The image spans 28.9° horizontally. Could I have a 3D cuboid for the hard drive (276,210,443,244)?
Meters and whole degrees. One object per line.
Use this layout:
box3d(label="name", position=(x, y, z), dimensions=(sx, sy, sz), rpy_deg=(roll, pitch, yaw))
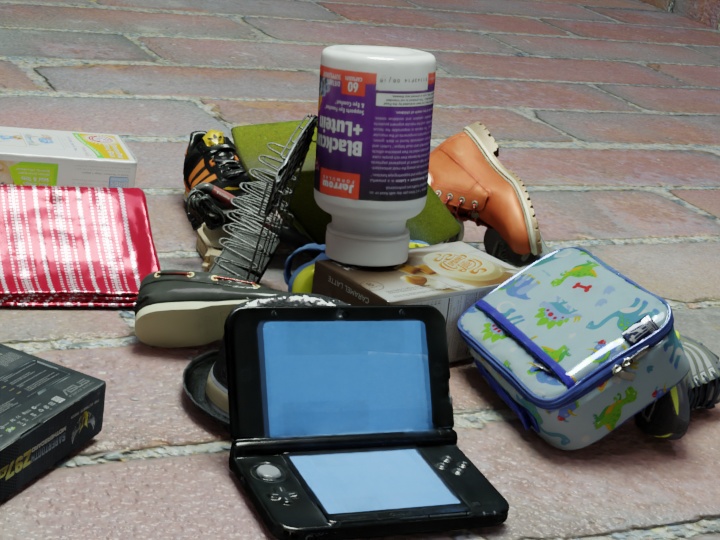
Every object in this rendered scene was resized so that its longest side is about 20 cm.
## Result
box3d(label="hard drive", position=(-0.013, -0.084, 1.564), dimensions=(0.199, 0.132, 0.027), rpy_deg=(7, 58, 26))

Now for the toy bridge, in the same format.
box3d(label="toy bridge", position=(-0.147, -0.037, 1.548), dimensions=(0.067, 0.027, 0.200), rpy_deg=(10, 20, 6))

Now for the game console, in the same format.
box3d(label="game console", position=(0.005, 0.114, 1.093), dimensions=(0.199, 0.117, 0.176), rpy_deg=(0, 23, -25))

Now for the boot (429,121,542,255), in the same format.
box3d(label="boot", position=(0.129, -0.074, 1.560), dimensions=(0.107, 0.075, 0.200), rpy_deg=(-24, 47, -7))

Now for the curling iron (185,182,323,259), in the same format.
box3d(label="curling iron", position=(-0.104, -0.043, 1.499), dimensions=(0.199, 0.050, 0.026), rpy_deg=(22, 24, -31))

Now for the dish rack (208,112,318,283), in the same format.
box3d(label="dish rack", position=(-0.097, -0.058, 1.360), dimensions=(0.054, 0.201, 0.154), rpy_deg=(22, 36, 1))

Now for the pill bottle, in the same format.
box3d(label="pill bottle", position=(0.012, -0.111, 1.342), dimensions=(0.111, 0.201, 0.111), rpy_deg=(3, 14, -1))

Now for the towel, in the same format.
box3d(label="towel", position=(-0.297, -0.027, 1.361), dimensions=(0.199, 0.023, 0.145), rpy_deg=(1, 54, -23))

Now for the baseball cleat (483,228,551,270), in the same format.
box3d(label="baseball cleat", position=(0.170, -0.008, 1.561), dimensions=(0.106, 0.070, 0.200), rpy_deg=(0, 22, -27))

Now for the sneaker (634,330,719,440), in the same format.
box3d(label="sneaker", position=(0.310, 0.105, 1.330), dimensions=(0.081, 0.074, 0.200), rpy_deg=(17, 23, 7))

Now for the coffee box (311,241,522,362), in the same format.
box3d(label="coffee box", position=(0.060, 0.034, 1.380), dimensions=(0.199, 0.080, 0.114), rpy_deg=(-8, 24, -39))

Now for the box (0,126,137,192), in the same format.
box3d(label="box", position=(-0.342, -0.083, 1.452), dimensions=(0.199, 0.113, 0.101), rpy_deg=(2, 21, -22))

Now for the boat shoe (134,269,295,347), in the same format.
box3d(label="boat shoe", position=(-0.108, 0.034, 1.294), dimensions=(0.200, 0.074, 0.063), rpy_deg=(3, 46, -6))

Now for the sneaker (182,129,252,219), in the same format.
box3d(label="sneaker", position=(-0.163, -0.113, 1.591), dimensions=(0.070, 0.091, 0.200), rpy_deg=(-10, 14, -20))

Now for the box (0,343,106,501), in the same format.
box3d(label="box", position=(-0.309, 0.114, 1.040), dimensions=(0.157, 0.051, 0.200), rpy_deg=(17, 22, 18))

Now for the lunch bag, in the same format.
box3d(label="lunch bag", position=(0.190, 0.068, 1.280), dimensions=(0.160, 0.083, 0.200), rpy_deg=(-32, 31, -6))

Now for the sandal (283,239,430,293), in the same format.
box3d(label="sandal", position=(0.000, 0.000, 1.455), dimensions=(0.199, 0.080, 0.087), rpy_deg=(-3, 20, -35))

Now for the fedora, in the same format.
box3d(label="fedora", position=(-0.050, 0.074, 1.203), dimensions=(0.199, 0.092, 0.201), rpy_deg=(9, 20, -3))

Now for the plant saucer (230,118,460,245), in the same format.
box3d(label="plant saucer", position=(-0.022, -0.079, 1.501), dimensions=(0.199, 0.200, 0.048), rpy_deg=(-1, 54, 37))

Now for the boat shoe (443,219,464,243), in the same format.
box3d(label="boat shoe", position=(0.030, -0.064, 1.642), dimensions=(0.201, 0.072, 0.060), rpy_deg=(20, 21, 36))
